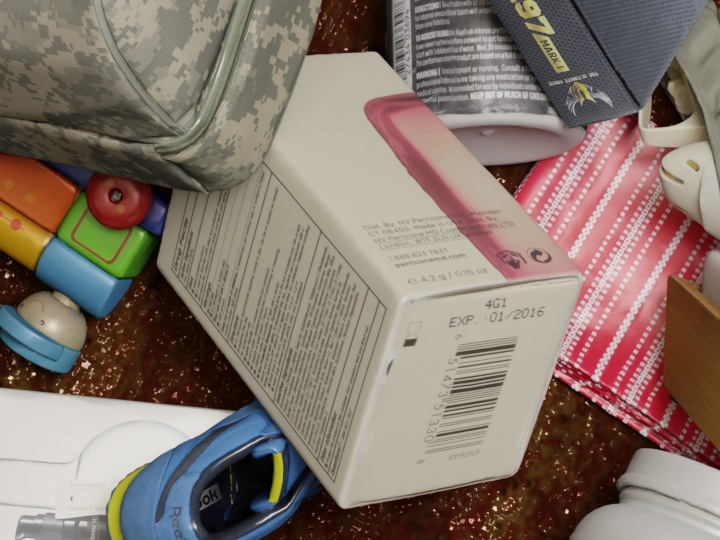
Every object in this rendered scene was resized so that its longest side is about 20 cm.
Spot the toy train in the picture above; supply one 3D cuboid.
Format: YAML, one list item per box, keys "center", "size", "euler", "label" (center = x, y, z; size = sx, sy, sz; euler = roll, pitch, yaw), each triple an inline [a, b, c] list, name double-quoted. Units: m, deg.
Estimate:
- center: [-0.200, -0.044, 1.435]
  size: [0.199, 0.085, 0.116]
  euler: [33, 94, 5]
  label: "toy train"

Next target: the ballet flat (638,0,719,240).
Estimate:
- center: [0.178, -0.061, 1.413]
  size: [0.063, 0.068, 0.201]
  euler: [-11, 44, 2]
  label: "ballet flat"

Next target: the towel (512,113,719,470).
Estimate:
- center: [0.165, 0.012, 1.454]
  size: [0.199, 0.022, 0.145]
  euler: [34, 80, 5]
  label: "towel"

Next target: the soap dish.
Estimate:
- center: [0.249, 0.070, 1.362]
  size: [0.199, 0.157, 0.082]
  euler: [22, 99, -11]
  label: "soap dish"

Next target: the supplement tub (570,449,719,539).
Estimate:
- center: [0.147, 0.205, 1.347]
  size: [0.144, 0.145, 0.201]
  euler: [26, 81, 4]
  label: "supplement tub"

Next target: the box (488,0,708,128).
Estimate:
- center: [0.123, -0.195, 1.397]
  size: [0.158, 0.051, 0.200]
  euler: [56, 47, -24]
  label: "box"

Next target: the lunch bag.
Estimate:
- center: [-0.137, -0.133, 1.283]
  size: [0.199, 0.168, 0.140]
  euler: [14, 78, 33]
  label: "lunch bag"

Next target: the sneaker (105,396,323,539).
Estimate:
- center: [-0.034, 0.091, 1.373]
  size: [0.200, 0.078, 0.066]
  euler: [-33, 104, -38]
  label: "sneaker"

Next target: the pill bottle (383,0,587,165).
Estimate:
- center: [0.064, -0.163, 1.441]
  size: [0.105, 0.106, 0.201]
  euler: [-1, 78, -1]
  label: "pill bottle"

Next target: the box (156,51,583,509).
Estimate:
- center: [0.000, 0.000, 1.344]
  size: [0.108, 0.128, 0.200]
  euler: [-8, 40, -32]
  label: "box"

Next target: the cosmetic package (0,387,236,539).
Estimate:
- center: [-0.143, 0.166, 1.407]
  size: [0.150, 0.052, 0.201]
  euler: [5, 80, 2]
  label: "cosmetic package"
